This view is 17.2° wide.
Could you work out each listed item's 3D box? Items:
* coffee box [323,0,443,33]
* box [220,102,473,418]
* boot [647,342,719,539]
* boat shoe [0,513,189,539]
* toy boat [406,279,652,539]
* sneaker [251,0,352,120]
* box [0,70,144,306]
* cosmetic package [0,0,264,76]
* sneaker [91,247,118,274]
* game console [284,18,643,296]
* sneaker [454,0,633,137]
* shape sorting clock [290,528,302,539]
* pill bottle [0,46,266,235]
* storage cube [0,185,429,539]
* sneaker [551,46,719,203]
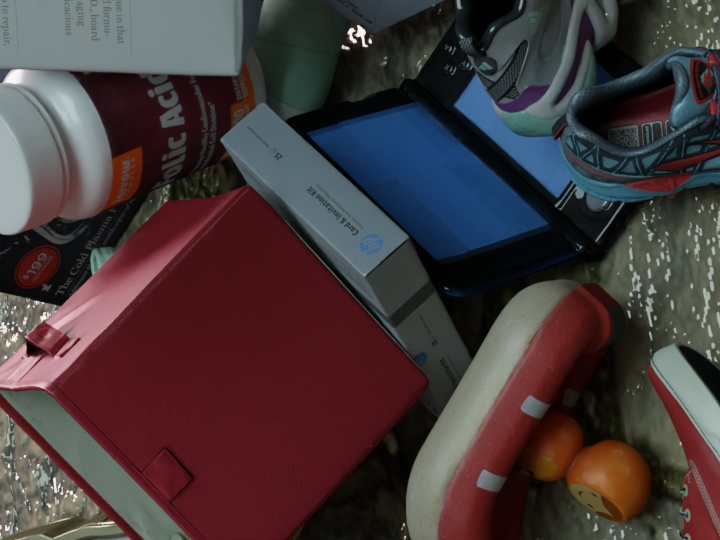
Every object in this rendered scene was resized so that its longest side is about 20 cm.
[{"bbox_3d":[0.001,-0.280,1.609,0.080,0.113,0.200,-21,57,32],"label":"coffee box"},{"bbox_3d":[0.000,0.000,1.517,0.041,0.200,0.156,-41,55,-7],"label":"box"},{"bbox_3d":[0.197,0.154,1.412,0.144,0.072,0.200,-43,61,24],"label":"boot"},{"bbox_3d":[-0.170,0.201,1.646,0.200,0.075,0.069,-16,94,36],"label":"boat shoe"},{"bbox_3d":[0.118,0.111,1.461,0.131,0.130,0.200,32,101,14],"label":"toy boat"},{"bbox_3d":[-0.082,-0.199,1.699,0.200,0.074,0.118,36,109,27],"label":"sneaker"},{"bbox_3d":[-0.248,-0.091,1.736,0.104,0.182,0.200,44,107,36],"label":"box"},{"bbox_3d":[-0.166,-0.233,1.546,0.199,0.167,0.167,2,116,3],"label":"cosmetic package"},{"bbox_3d":[-0.115,-0.014,1.626,0.074,0.118,0.201,-14,51,67],"label":"sneaker"},{"bbox_3d":[0.079,-0.095,1.527,0.200,0.118,0.171,45,108,35],"label":"game console"},{"bbox_3d":[0.112,-0.198,1.482,0.078,0.140,0.200,-5,53,36],"label":"sneaker"},{"bbox_3d":[-0.107,0.130,1.669,0.200,0.039,0.201,-9,75,36],"label":"shape sorting clock"},{"bbox_3d":[-0.171,-0.102,1.603,0.114,0.200,0.114,28,130,38],"label":"pill bottle"},{"bbox_3d":[-0.100,0.071,1.491,0.180,0.200,0.171,-46,14,-17],"label":"storage cube"},{"bbox_3d":[0.213,-0.093,1.415,0.200,0.096,0.080,-15,67,11],"label":"sneaker"}]
